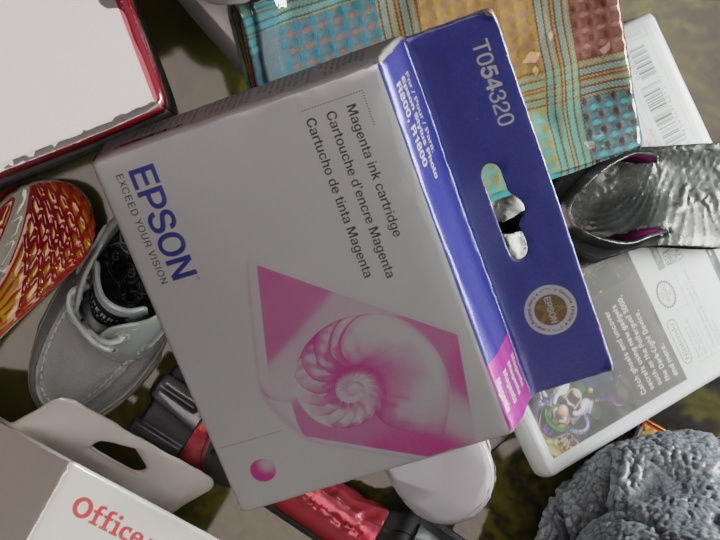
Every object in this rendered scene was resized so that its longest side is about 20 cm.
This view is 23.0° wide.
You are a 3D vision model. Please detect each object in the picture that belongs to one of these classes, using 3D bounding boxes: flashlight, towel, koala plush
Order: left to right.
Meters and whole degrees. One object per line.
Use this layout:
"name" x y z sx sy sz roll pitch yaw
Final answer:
"flashlight" -0.030 0.117 0.973 0.199 0.068 0.068 34 109 -3
"towel" 0.042 -0.097 0.876 0.199 0.022 0.148 -19 113 -13
"koala plush" 0.167 0.176 0.884 0.176 0.200 0.185 20 90 -4

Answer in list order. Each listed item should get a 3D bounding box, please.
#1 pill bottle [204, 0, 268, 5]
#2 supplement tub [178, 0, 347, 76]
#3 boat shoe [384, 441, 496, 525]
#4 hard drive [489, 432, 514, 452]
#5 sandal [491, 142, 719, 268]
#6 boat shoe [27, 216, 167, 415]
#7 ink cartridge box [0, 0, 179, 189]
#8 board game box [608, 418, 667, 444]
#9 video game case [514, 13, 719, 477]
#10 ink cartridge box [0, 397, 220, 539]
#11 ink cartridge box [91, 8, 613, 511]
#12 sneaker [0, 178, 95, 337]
"pill bottle" -0.024 -0.177 0.774 0.199 0.113 0.114 -9 94 -19
"supplement tub" -0.001 -0.188 0.924 0.200 0.145 0.146 -42 96 -3
"boat shoe" 0.014 0.037 0.934 0.071 0.070 0.201 -31 85 9
"hard drive" 0.017 0.016 0.988 0.135 0.042 0.200 -41 96 -3
"sandal" 0.137 -0.039 0.948 0.199 0.048 0.076 -9 88 -21
"boat shoe" -0.124 0.006 0.935 0.070 0.071 0.201 40 109 7
"ink cartridge box" -0.182 -0.120 0.884 0.144 0.200 0.146 -22 94 -2
"board game box" 0.207 0.195 1.013 0.199 0.046 0.152 29 90 -6
"video game case" 0.129 -0.017 0.982 0.181 0.023 0.201 -27 94 -21
"ink cartridge box" -0.171 0.168 0.905 0.128 0.125 0.201 38 77 -42
"ink cartridge box" 0.000 0.000 0.846 0.199 0.043 0.197 -18 109 11
"sneaker" -0.221 0.027 0.919 0.200 0.077 0.073 -37 101 -19
